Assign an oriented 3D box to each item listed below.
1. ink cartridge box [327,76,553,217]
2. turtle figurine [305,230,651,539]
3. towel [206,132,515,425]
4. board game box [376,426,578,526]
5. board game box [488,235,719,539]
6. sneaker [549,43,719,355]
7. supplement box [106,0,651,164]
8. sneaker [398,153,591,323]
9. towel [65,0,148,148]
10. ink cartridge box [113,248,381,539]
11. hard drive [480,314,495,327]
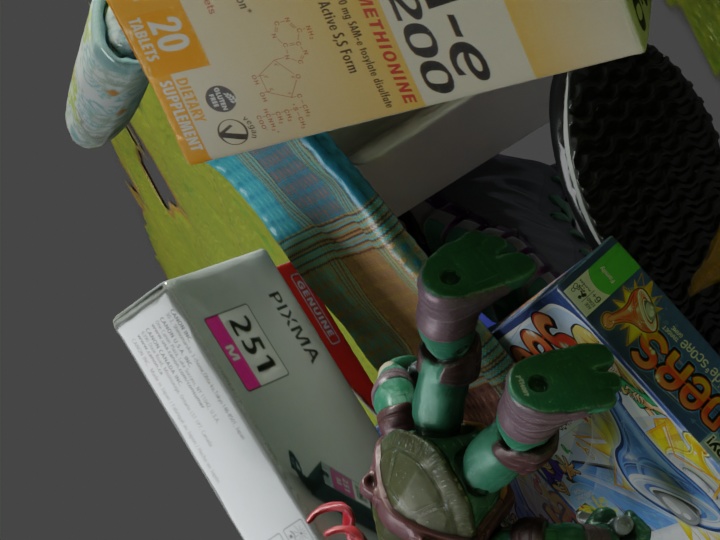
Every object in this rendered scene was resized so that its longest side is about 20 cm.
[{"bbox_3d":[-0.002,-0.124,1.168,0.200,0.129,0.125,49,166,33],"label":"ink cartridge box"},{"bbox_3d":[0.050,0.085,1.045,0.150,0.101,0.200,35,144,20],"label":"turtle figurine"},{"bbox_3d":[0.000,0.000,1.142,0.200,0.022,0.147,51,164,-5],"label":"towel"},{"bbox_3d":[0.081,0.112,1.377,0.135,0.034,0.200,55,-159,-2],"label":"board game box"},{"bbox_3d":[0.115,0.065,1.089,0.135,0.034,0.200,48,164,2],"label":"board game box"},{"bbox_3d":[0.124,-0.015,1.078,0.200,0.070,0.090,60,165,-21],"label":"sneaker"},{"bbox_3d":[0.002,-0.130,0.971,0.074,0.200,0.126,-77,-33,-52],"label":"supplement box"},{"bbox_3d":[0.091,-0.013,1.196,0.200,0.088,0.074,39,160,33],"label":"sneaker"},{"bbox_3d":[-0.109,-0.177,1.351,0.048,0.200,0.171,20,165,-5],"label":"towel"},{"bbox_3d":[-0.010,0.082,1.178,0.200,0.044,0.174,58,-150,6],"label":"ink cartridge box"},{"bbox_3d":[0.042,-0.006,1.328,0.200,0.025,0.132,30,165,2],"label":"hard drive"}]
